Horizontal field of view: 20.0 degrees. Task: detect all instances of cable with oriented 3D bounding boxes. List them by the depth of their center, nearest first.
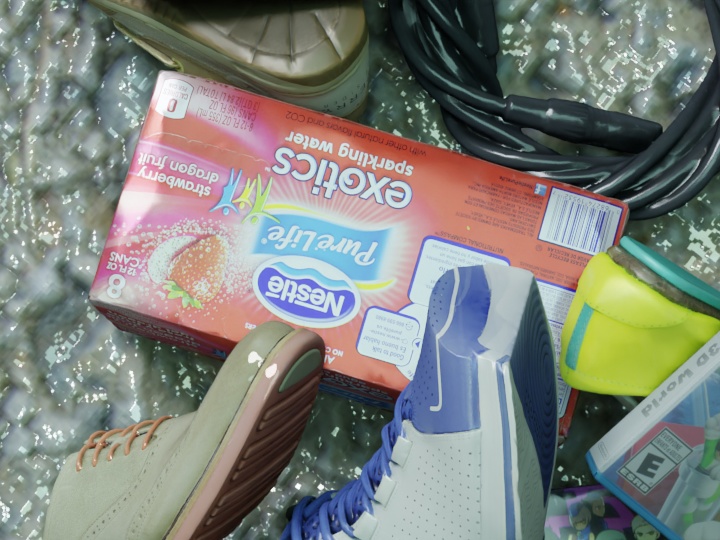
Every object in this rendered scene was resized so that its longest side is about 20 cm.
[{"bbox_3d":[0.093,-0.120,0.884,0.163,0.051,0.200,-42,85,-1],"label":"cable"}]

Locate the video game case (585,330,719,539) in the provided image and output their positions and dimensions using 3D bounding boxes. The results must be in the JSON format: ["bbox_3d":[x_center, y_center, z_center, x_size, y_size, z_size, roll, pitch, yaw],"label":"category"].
[{"bbox_3d":[0.201,0.045,0.757,0.143,0.018,0.200,39,106,-26],"label":"video game case"}]

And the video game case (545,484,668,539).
[{"bbox_3d":[0.100,0.179,0.833,0.198,0.036,0.183,-5,79,0],"label":"video game case"}]

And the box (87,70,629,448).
[{"bbox_3d":[0.000,0.000,0.835,0.198,0.096,0.100,16,81,4],"label":"box"}]

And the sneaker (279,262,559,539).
[{"bbox_3d":[0.012,0.098,0.763,0.114,0.081,0.201,5,119,13],"label":"sneaker"}]

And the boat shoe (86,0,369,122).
[{"bbox_3d":[-0.076,-0.118,0.869,0.200,0.067,0.074,37,73,28],"label":"boat shoe"}]

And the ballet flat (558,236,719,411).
[{"bbox_3d":[0.151,0.043,0.808,0.067,0.199,0.067,39,105,49],"label":"ballet flat"}]

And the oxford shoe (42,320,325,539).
[{"bbox_3d":[-0.084,0.086,0.797,0.074,0.071,0.200,42,118,13],"label":"oxford shoe"}]
